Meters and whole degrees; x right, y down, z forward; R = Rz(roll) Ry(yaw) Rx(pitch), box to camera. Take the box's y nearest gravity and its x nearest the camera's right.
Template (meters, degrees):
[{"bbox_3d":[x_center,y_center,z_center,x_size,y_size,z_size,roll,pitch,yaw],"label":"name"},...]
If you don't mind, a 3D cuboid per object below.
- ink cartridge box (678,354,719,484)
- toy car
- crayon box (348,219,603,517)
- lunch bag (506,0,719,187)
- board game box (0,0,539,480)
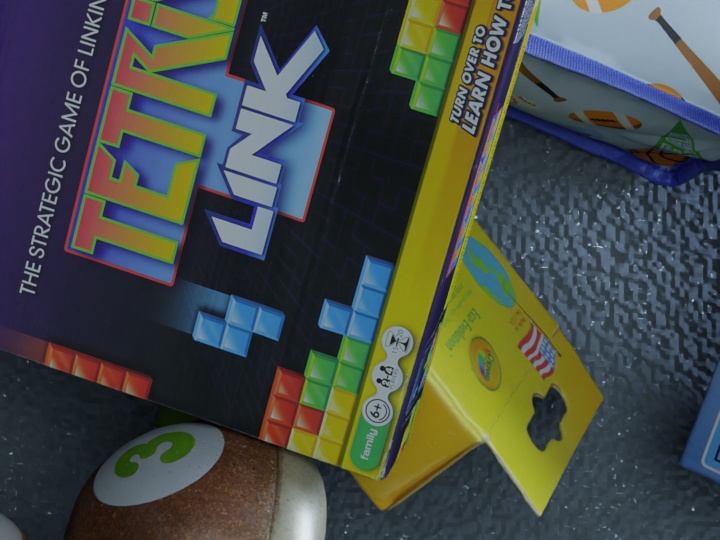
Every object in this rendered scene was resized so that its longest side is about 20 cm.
[{"bbox_3d":[0.217,0.003,0.953,0.136,0.076,0.201,24,108,19],"label":"ink cartridge box"},{"bbox_3d":[-0.122,0.106,0.855,0.199,0.164,0.158,16,114,-12],"label":"toy car"},{"bbox_3d":[0.000,0.000,0.939,0.051,0.127,0.200,-37,93,23],"label":"crayon box"},{"bbox_3d":[0.078,-0.144,0.980,0.199,0.124,0.171,21,79,-19],"label":"lunch bag"},{"bbox_3d":[-0.038,-0.054,0.838,0.165,0.057,0.201,17,106,6],"label":"board game box"}]
